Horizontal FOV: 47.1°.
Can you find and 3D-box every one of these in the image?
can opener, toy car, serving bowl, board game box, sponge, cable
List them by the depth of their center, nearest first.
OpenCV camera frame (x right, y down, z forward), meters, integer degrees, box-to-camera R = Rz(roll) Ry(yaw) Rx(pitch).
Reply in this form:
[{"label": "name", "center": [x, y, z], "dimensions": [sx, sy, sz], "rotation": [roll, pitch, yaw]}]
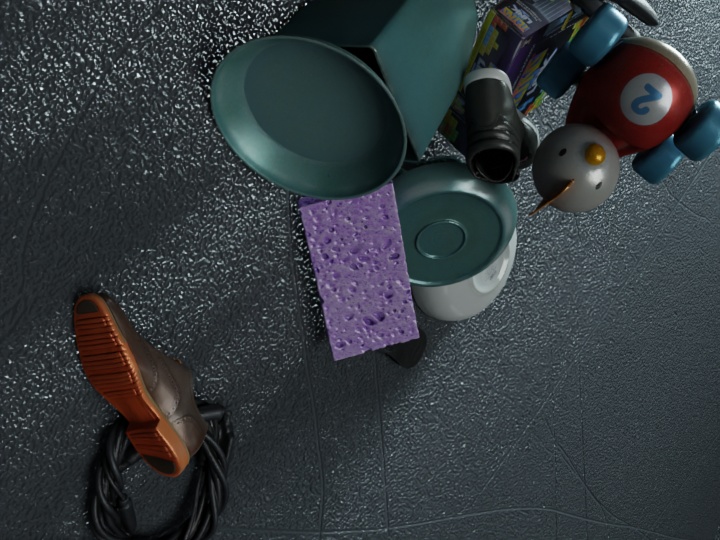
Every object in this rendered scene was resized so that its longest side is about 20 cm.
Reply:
[{"label": "cable", "center": [-0.211, 0.233, 0.882], "dimensions": [0.161, 0.050, 0.204], "rotation": [6, 103, -47]}, {"label": "toy car", "center": [0.253, -0.133, 0.885], "dimensions": [0.184, 0.177, 0.201], "rotation": [39, 77, -2]}, {"label": "can opener", "center": [0.268, -0.295, 0.902], "dimensions": [0.063, 0.080, 0.198], "rotation": [-34, 152, 28]}, {"label": "sponge", "center": [0.000, 0.000, 0.962], "dimensions": [0.109, 0.030, 0.204], "rotation": [-13, 115, -4]}, {"label": "board game box", "center": [0.192, -0.253, 1.003], "dimensions": [0.165, 0.057, 0.201], "rotation": [-38, 163, -30]}, {"label": "serving bowl", "center": [0.157, -0.019, 1.147], "dimensions": [0.198, 0.065, 0.204], "rotation": [-23, 123, -39]}]

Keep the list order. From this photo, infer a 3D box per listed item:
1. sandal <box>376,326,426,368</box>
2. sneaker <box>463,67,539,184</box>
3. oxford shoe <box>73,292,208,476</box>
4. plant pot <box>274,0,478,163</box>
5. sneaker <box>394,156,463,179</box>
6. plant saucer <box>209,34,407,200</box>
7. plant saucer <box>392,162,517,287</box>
[{"label": "sandal", "center": [0.034, 0.078, 1.076], "dimensions": [0.199, 0.042, 0.077], "rotation": [26, 89, -49]}, {"label": "sneaker", "center": [0.157, -0.132, 0.929], "dimensions": [0.200, 0.069, 0.101], "rotation": [39, 51, -61]}, {"label": "oxford shoe", "center": [-0.213, 0.101, 0.808], "dimensions": [0.073, 0.070, 0.203], "rotation": [-47, 125, -47]}, {"label": "plant pot", "center": [0.034, -0.242, 0.865], "dimensions": [0.201, 0.140, 0.142], "rotation": [-55, 138, -25]}, {"label": "sneaker", "center": [0.091, -0.107, 1.034], "dimensions": [0.198, 0.077, 0.093], "rotation": [25, 58, -32]}, {"label": "plant saucer", "center": [-0.047, -0.151, 0.797], "dimensions": [0.201, 0.196, 0.036], "rotation": [60, 37, -42]}, {"label": "plant saucer", "center": [0.097, -0.044, 1.004], "dimensions": [0.195, 0.028, 0.202], "rotation": [-4, 137, -4]}]
